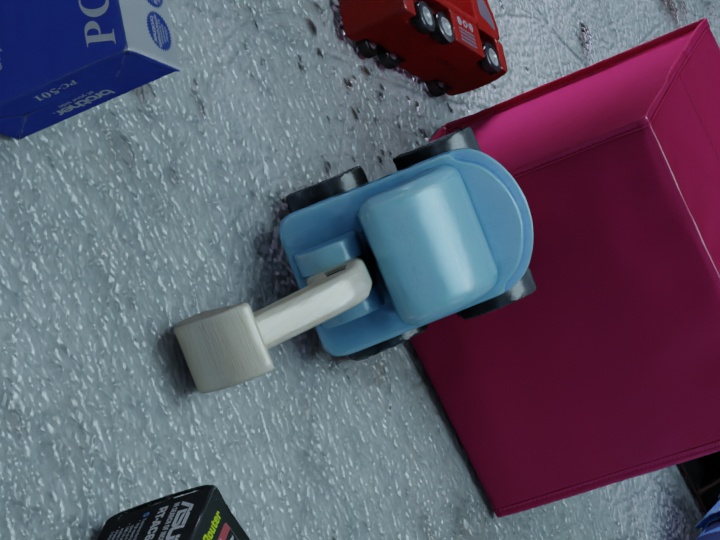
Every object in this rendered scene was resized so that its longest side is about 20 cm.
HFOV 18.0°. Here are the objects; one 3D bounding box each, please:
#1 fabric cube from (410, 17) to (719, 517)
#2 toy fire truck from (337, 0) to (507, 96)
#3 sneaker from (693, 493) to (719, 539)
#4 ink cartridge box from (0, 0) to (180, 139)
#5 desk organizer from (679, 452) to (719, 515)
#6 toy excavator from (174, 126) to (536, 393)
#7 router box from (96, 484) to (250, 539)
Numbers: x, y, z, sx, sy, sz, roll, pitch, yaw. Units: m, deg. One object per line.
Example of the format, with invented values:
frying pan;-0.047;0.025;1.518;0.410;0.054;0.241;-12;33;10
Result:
fabric cube;0.147;-0.004;1.370;0.199;0.196;0.200;62;28;-12
toy fire truck;0.019;-0.199;1.426;0.200;0.049;0.141;21;53;-57
sneaker;0.278;0.168;1.592;0.200;0.074;0.082;-22;83;-37
ink cartridge box;-0.147;-0.170;1.029;0.044;0.094;0.200;16;58;-59
desk organizer;0.267;0.110;1.667;0.200;0.072;0.077;61;29;-17
toy excavator;0.000;0.000;1.171;0.200;0.194;0.100;-148;-144;-86
router box;-0.073;0.209;0.939;0.150;0.062;0.200;59;28;-23
